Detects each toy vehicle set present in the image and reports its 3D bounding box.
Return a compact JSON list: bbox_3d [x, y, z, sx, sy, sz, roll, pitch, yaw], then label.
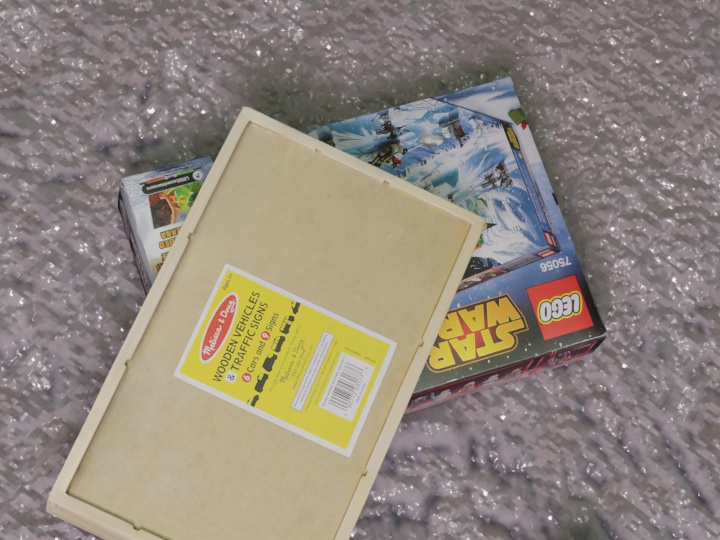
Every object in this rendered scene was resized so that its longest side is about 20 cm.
[{"bbox_3d":[-0.038,0.040,0.844,0.123,0.027,0.201,25,70,0],"label":"toy vehicle set"}]

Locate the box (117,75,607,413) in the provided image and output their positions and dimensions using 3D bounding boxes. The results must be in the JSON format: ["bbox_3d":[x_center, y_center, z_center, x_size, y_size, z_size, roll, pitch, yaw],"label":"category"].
[{"bbox_3d":[0.000,0.000,0.899,0.198,0.040,0.138,-15,73,-14],"label":"box"}]
